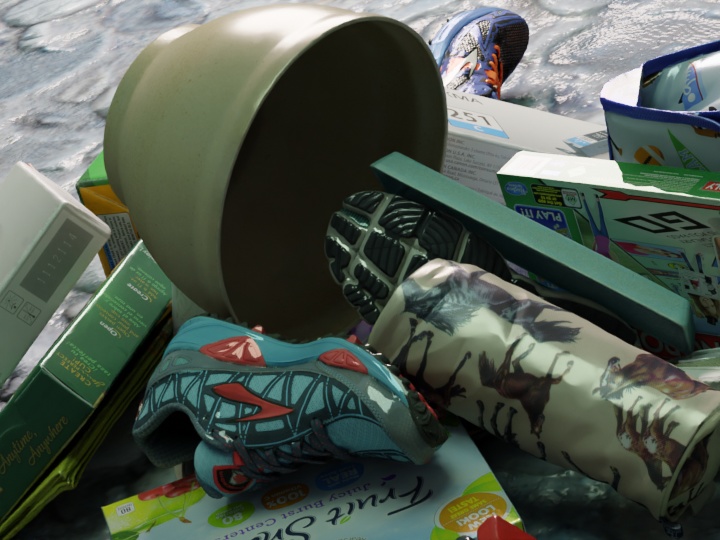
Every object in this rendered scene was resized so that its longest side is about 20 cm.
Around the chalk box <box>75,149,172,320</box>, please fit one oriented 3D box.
[{"bbox_3d":[-0.088,-0.060,1.678,0.124,0.125,0.200,-5,28,22],"label":"chalk box"}]

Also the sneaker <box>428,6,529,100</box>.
[{"bbox_3d":[0.075,-0.119,1.769,0.078,0.075,0.200,11,45,30],"label":"sneaker"}]

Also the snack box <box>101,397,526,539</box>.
[{"bbox_3d":[-0.022,0.152,1.292,0.200,0.068,0.169,-21,26,-5],"label":"snack box"}]

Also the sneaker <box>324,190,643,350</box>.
[{"bbox_3d":[0.067,0.024,1.397,0.078,0.200,0.080,-59,3,1],"label":"sneaker"}]

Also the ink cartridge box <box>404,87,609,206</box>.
[{"bbox_3d":[0.102,-0.084,1.586,0.200,0.045,0.176,12,20,-20],"label":"ink cartridge box"}]

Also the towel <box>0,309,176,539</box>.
[{"bbox_3d":[-0.157,0.090,1.511,0.086,0.018,0.200,-45,7,39],"label":"towel"}]

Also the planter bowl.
[{"bbox_3d":[-0.062,-0.068,1.425,0.135,0.200,0.200,23,46,35],"label":"planter bowl"}]

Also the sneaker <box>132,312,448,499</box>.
[{"bbox_3d":[-0.041,0.088,1.295,0.200,0.079,0.096,7,53,46],"label":"sneaker"}]

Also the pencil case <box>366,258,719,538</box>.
[{"bbox_3d":[0.098,0.063,1.292,0.200,0.090,0.078,26,50,21],"label":"pencil case"}]

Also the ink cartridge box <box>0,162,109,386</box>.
[{"bbox_3d":[-0.259,0.022,1.577,0.200,0.045,0.176,-54,31,0],"label":"ink cartridge box"}]

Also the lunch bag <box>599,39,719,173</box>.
[{"bbox_3d":[0.247,-0.045,1.399,0.200,0.170,0.124,-6,30,17],"label":"lunch bag"}]

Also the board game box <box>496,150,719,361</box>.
[{"bbox_3d":[0.178,0.004,1.381,0.200,0.135,0.029,9,38,42],"label":"board game box"}]

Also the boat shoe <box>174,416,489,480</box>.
[{"bbox_3d":[-0.008,0.087,1.396,0.200,0.072,0.068,-16,34,-19],"label":"boat shoe"}]

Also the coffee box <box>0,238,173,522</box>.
[{"bbox_3d":[-0.173,0.061,1.506,0.123,0.044,0.200,-48,5,30],"label":"coffee box"}]

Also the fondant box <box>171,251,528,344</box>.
[{"bbox_3d":[0.000,0.000,1.532,0.144,0.058,0.200,27,48,26],"label":"fondant box"}]

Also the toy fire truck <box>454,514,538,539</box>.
[{"bbox_3d":[0.052,0.188,1.102,0.200,0.049,0.141,-46,23,25],"label":"toy fire truck"}]

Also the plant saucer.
[{"bbox_3d":[0.099,-0.012,1.371,0.200,0.070,0.019,27,81,17],"label":"plant saucer"}]

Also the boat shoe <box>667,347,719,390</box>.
[{"bbox_3d":[0.227,0.070,1.300,0.202,0.074,0.065,-5,23,44],"label":"boat shoe"}]
